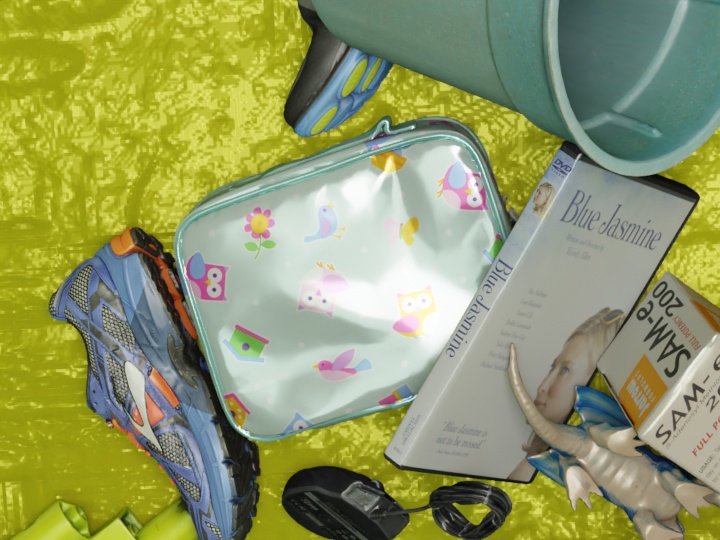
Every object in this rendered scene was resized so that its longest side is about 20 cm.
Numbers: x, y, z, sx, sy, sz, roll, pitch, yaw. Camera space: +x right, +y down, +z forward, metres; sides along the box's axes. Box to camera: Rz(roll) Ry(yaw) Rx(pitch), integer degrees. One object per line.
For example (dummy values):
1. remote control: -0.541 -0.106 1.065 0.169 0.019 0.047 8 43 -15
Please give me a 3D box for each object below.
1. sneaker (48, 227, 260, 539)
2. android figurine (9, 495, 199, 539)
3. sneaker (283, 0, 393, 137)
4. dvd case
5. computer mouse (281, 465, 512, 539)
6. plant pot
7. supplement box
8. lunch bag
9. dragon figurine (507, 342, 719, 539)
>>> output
1. sneaker: -0.119 0.077 1.343 0.078 0.075 0.200 -24 86 13
2. android figurine: -0.154 0.231 1.378 0.200 0.041 0.182 -37 93 7
3. sneaker: -0.012 -0.175 1.301 0.083 0.071 0.200 14 98 16
4. dvd case: 0.104 0.029 1.260 0.018 0.143 0.200 37 103 34
5. computer mouse: 0.021 0.127 1.292 0.059 0.200 0.034 43 62 -25
6. plant pot: 0.086 -0.169 1.189 0.196 0.200 0.201 19 101 38
7. supplement box: 0.239 0.097 1.263 0.200 0.126 0.074 34 100 -14
8. lunch bag: 0.000 0.000 1.314 0.200 0.077 0.161 -18 95 7
9. dragon figurine: 0.137 0.106 1.290 0.200 0.099 0.059 33 94 -19
